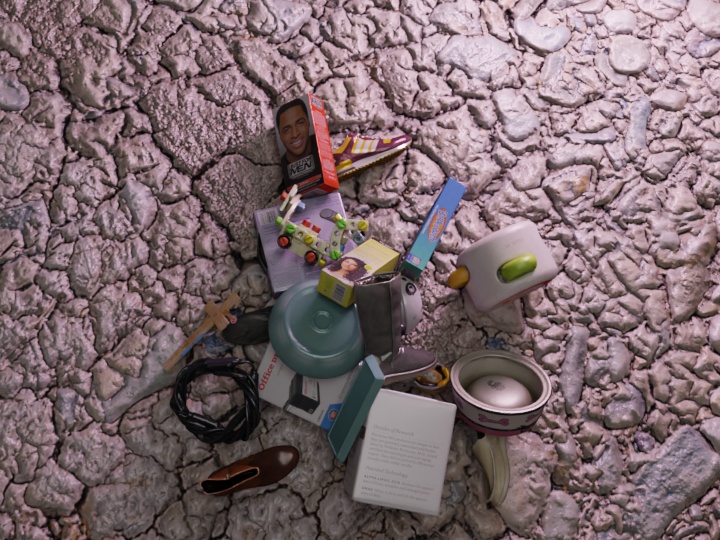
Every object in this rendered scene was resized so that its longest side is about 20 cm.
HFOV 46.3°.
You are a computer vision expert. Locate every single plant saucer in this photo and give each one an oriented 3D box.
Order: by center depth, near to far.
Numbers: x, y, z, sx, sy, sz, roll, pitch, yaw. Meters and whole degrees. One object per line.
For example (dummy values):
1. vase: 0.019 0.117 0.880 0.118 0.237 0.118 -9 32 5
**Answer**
1. plant saucer: -0.012 0.250 1.523 0.019 0.202 0.070 9 29 -29
2. plant saucer: -0.072 0.099 1.566 0.197 0.036 0.202 3 64 -6

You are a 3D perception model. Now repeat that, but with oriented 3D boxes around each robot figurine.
1. robot figurine: 0.025 0.077 1.674 0.197 0.125 0.152 -11 76 -10

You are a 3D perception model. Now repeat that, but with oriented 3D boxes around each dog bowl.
1. dog bowl: 0.269 0.241 1.642 0.197 0.075 0.201 2 31 -1

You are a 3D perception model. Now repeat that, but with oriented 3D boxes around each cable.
1. cable: -0.275 0.249 1.601 0.198 0.051 0.166 -9 93 22

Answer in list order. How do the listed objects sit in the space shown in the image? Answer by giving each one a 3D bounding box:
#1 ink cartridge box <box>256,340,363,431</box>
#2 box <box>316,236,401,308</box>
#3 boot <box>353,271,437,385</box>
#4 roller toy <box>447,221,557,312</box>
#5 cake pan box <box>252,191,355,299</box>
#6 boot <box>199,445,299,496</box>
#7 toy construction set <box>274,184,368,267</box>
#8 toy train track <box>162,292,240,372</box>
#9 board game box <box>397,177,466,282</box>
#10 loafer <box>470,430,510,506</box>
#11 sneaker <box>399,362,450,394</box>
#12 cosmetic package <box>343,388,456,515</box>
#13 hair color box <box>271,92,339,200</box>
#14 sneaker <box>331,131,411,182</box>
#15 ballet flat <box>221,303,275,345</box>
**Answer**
1. ink cartridge box: -0.095 0.203 1.621 0.198 0.084 0.147 25 98 0
2. box: 0.000 0.000 1.609 0.075 0.051 0.200 28 31 17
3. boot: 0.066 0.101 1.562 0.180 0.072 0.203 -12 100 -38
4. roller toy: 0.291 -0.012 1.707 0.181 0.199 0.141 -13 74 -47
5. cake pan box: -0.113 -0.051 1.720 0.197 0.052 0.186 -14 68 -12
6. boot: -0.196 0.358 1.528 0.186 0.200 0.069 -11 76 -10
7. toy construction set: -0.090 -0.084 1.659 0.199 0.092 0.132 31 94 17
8. toy train track: -0.305 0.127 1.652 0.200 0.115 0.033 -45 124 -4
9. board game box: 0.139 -0.073 1.717 0.045 0.152 0.201 29 74 1
10. loafer: 0.251 0.361 1.658 0.067 0.076 0.203 3 65 -5
11. sneaker: 0.090 0.190 1.674 0.197 0.082 0.079 12 74 -3
12. cosmetic package: 0.070 0.331 1.574 0.163 0.165 0.203 11 82 -6
13. hair color box: -0.116 -0.254 1.756 0.101 0.061 0.203 -19 74 27
14. sneaker: 0.012 -0.264 1.792 0.198 0.075 0.091 -25 84 -14
15. ballet flat: -0.181 0.101 1.688 0.198 0.057 0.067 -18 100 -6
